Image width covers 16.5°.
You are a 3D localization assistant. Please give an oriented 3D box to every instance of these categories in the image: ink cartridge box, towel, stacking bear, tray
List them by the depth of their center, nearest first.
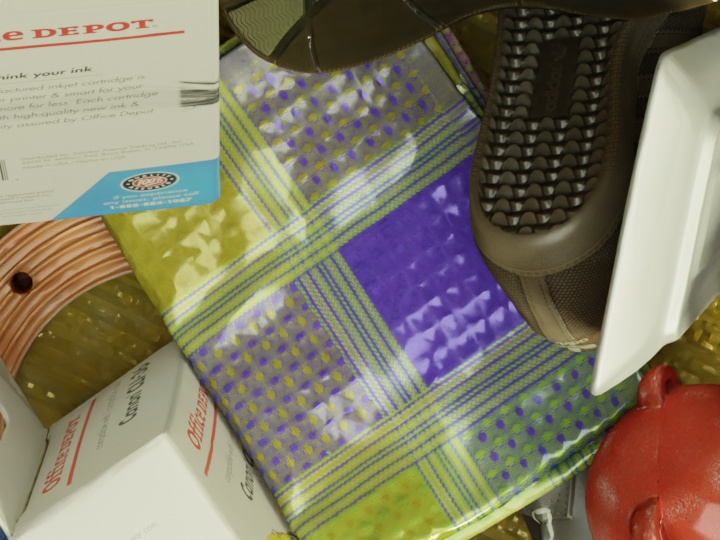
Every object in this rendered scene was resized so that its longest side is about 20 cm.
[{"bbox_3d":[-0.103,-0.083,0.777,0.115,0.200,0.067,-5,69,-6],"label":"ink cartridge box"},{"bbox_3d":[0.117,-0.027,0.834,0.022,0.200,0.108,13,103,15],"label":"tray"},{"bbox_3d":[0.145,0.112,0.871,0.113,0.122,0.200,-7,141,30],"label":"stacking bear"},{"bbox_3d":[0.000,0.000,0.877,0.143,0.023,0.201,-31,81,5],"label":"towel"},{"bbox_3d":[-0.058,0.102,0.879,0.067,0.117,0.200,-34,103,7],"label":"ink cartridge box"}]

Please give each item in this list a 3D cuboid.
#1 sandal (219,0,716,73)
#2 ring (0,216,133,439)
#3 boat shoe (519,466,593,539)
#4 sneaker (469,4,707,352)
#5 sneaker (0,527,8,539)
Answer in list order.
[{"bbox_3d":[0.050,-0.117,0.827,0.199,0.055,0.082,-16,116,16],"label":"sandal"},{"bbox_3d":[-0.068,0.060,0.938,0.199,0.019,0.202,0,104,-1],"label":"ring"},{"bbox_3d":[0.074,0.050,0.918,0.060,0.072,0.202,5,96,2],"label":"boat shoe"},{"bbox_3d":[0.082,-0.063,0.859,0.070,0.201,0.076,6,143,24],"label":"sneaker"},{"bbox_3d":[-0.172,0.172,0.939,0.085,0.077,0.201,20,110,15],"label":"sneaker"}]
